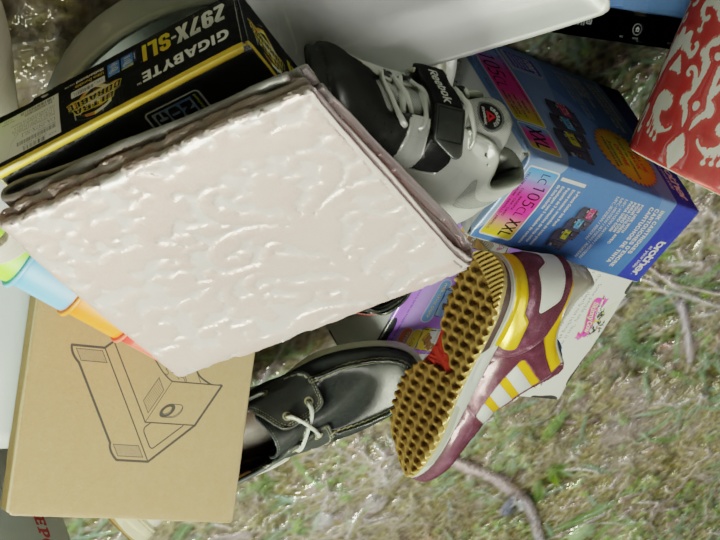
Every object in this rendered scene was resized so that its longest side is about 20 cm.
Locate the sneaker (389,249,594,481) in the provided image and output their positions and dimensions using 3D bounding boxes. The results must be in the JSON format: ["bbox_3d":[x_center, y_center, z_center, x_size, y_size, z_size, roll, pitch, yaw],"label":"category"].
[{"bbox_3d":[0.089,0.071,1.127,0.090,0.075,0.200,3,134,-26],"label":"sneaker"}]

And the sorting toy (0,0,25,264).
[{"bbox_3d":[-0.265,-0.063,0.922,0.199,0.107,0.181,-26,125,-6],"label":"sorting toy"}]

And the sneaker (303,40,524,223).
[{"bbox_3d":[0.035,-0.086,0.944,0.088,0.074,0.200,-22,155,16],"label":"sneaker"}]

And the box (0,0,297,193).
[{"bbox_3d":[-0.086,-0.048,0.948,0.159,0.050,0.200,-26,140,12],"label":"box"}]

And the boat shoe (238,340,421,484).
[{"bbox_3d":[-0.047,0.108,1.184,0.199,0.068,0.072,-19,115,5],"label":"boat shoe"}]

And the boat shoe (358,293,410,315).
[{"bbox_3d":[-0.002,0.000,1.130,0.073,0.063,0.201,-2,163,-30],"label":"boat shoe"}]

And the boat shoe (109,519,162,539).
[{"bbox_3d":[-0.189,0.117,1.190,0.069,0.074,0.200,-43,137,-10],"label":"boat shoe"}]

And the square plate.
[{"bbox_3d":[0.023,-0.181,0.887,0.197,0.029,0.200,-15,145,8],"label":"square plate"}]

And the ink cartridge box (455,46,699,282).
[{"bbox_3d":[0.139,-0.074,1.145,0.199,0.137,0.076,16,126,-39],"label":"ink cartridge box"}]

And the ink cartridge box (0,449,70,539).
[{"bbox_3d":[-0.316,0.200,1.130,0.199,0.146,0.145,10,124,-36],"label":"ink cartridge box"}]

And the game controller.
[{"bbox_3d":[0.185,-0.203,1.105,0.199,0.042,0.105,2,93,-31],"label":"game controller"}]

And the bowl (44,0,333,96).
[{"bbox_3d":[-0.111,-0.100,1.011,0.200,0.091,0.202,-17,136,-17],"label":"bowl"}]

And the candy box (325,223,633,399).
[{"bbox_3d":[0.099,0.007,1.246,0.199,0.072,0.168,8,124,-35],"label":"candy box"}]

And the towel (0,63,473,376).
[{"bbox_3d":[-0.065,-0.020,0.912,0.199,0.032,0.191,-20,142,20],"label":"towel"}]

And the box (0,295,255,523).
[{"bbox_3d":[-0.145,0.064,1.105,0.163,0.021,0.201,7,92,-30],"label":"box"}]

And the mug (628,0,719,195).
[{"bbox_3d":[0.284,-0.139,1.093,0.177,0.133,0.201,21,100,-29],"label":"mug"}]

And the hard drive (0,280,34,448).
[{"bbox_3d":[-0.252,0.048,1.068,0.199,0.027,0.133,2,95,-32],"label":"hard drive"}]

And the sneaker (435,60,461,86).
[{"bbox_3d":[-0.003,-0.106,1.081,0.093,0.070,0.200,-9,137,-30],"label":"sneaker"}]

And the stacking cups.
[{"bbox_3d":[-0.188,-0.008,1.030,0.199,0.061,0.061,29,113,-24],"label":"stacking cups"}]
